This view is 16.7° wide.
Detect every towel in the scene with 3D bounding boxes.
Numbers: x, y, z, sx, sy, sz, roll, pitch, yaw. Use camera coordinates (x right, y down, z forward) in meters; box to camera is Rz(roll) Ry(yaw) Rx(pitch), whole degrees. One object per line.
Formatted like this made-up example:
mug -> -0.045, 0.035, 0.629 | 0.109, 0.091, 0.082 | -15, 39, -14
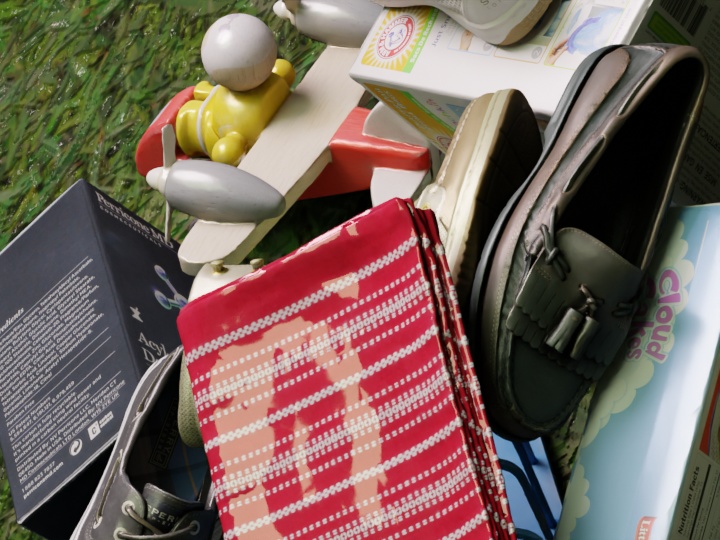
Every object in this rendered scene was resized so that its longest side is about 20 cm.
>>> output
towel -> -0.008, 0.082, 1.093 | 0.144, 0.022, 0.201 | -25, 66, 26

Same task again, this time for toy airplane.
toy airplane -> -0.040, -0.089, 1.441 | 0.198, 0.142, 0.200 | -30, 27, 1

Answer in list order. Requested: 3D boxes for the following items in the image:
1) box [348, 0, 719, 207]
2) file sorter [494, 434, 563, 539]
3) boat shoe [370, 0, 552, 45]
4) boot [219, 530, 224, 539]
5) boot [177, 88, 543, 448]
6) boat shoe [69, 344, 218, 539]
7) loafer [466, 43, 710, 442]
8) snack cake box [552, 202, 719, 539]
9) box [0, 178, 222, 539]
box -> 0.106, -0.106, 1.288 | 0.199, 0.112, 0.102 | 17, 74, 52
file sorter -> 0.023, 0.117, 1.203 | 0.138, 0.123, 0.201 | -21, 40, 6
boat shoe -> 0.027, -0.177, 1.282 | 0.071, 0.069, 0.200 | -57, 35, -3
boot -> -0.089, 0.236, 1.241 | 0.144, 0.071, 0.202 | -36, 42, 32
boot -> 0.000, 0.000, 1.179 | 0.154, 0.072, 0.201 | 1, 60, 31
boat shoe -> -0.100, 0.120, 1.227 | 0.066, 0.070, 0.201 | 127, 165, -57
loafer -> 0.105, -0.018, 1.119 | 0.063, 0.072, 0.201 | -10, 55, 57
snack cake box -> 0.162, 0.083, 1.136 | 0.067, 0.115, 0.201 | -2, 62, 45
box -> -0.127, 0.073, 1.417 | 0.107, 0.148, 0.201 | -41, 42, 17
